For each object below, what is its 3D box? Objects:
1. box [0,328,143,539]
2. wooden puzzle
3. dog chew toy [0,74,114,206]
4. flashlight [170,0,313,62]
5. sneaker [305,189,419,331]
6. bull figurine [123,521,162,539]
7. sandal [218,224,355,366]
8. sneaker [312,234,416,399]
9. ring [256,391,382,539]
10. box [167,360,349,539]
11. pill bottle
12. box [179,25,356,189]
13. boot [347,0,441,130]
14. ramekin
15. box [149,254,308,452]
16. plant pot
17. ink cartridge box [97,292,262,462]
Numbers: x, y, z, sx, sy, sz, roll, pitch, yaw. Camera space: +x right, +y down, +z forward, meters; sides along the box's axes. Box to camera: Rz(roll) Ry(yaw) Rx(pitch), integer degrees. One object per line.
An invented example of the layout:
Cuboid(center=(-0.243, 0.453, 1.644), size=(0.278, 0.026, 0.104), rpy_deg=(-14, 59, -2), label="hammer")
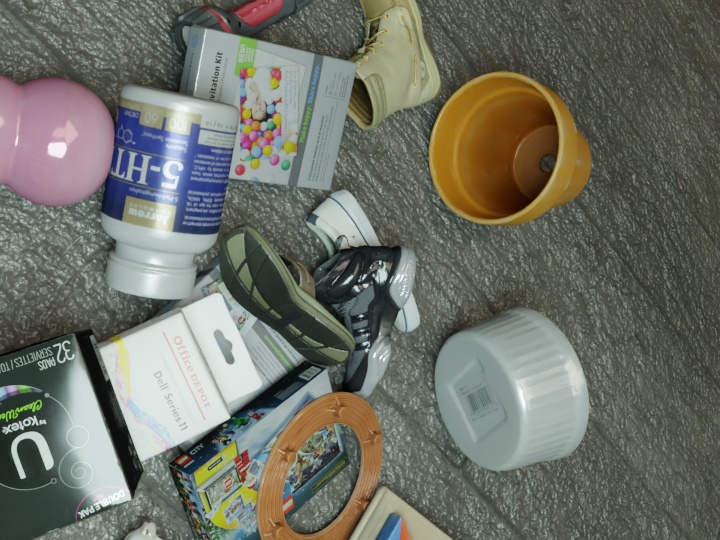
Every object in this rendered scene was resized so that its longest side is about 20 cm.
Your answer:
Cuboid(center=(-0.305, 0.150, 0.755), size=(0.200, 0.124, 0.149), rpy_deg=(-20, 91, -10), label="box")
Cuboid(center=(0.050, 0.383, 1.056), size=(0.200, 0.046, 0.185), rpy_deg=(43, 66, -23), label="wooden puzzle")
Cuboid(center=(-0.339, -0.130, 0.846), size=(0.200, 0.124, 0.125), rpy_deg=(8, 75, -28), label="dog chew toy")
Cuboid(center=(-0.134, -0.310, 1.071), size=(0.200, 0.068, 0.068), rpy_deg=(-44, 111, -34), label="flashlight")
Cuboid(center=(0.000, 0.000, 1.114), size=(0.071, 0.073, 0.200), rpy_deg=(-35, 101, -14), label="sneaker")
Cuboid(center=(-0.174, 0.341, 0.883), size=(0.121, 0.065, 0.201), rpy_deg=(-4, 90, 5), label="bull figurine")
Cuboid(center=(-0.080, 0.026, 0.991), size=(0.201, 0.080, 0.057), rpy_deg=(49, 38, -26), label="sandal")
Cuboid(center=(-0.013, 0.053, 1.062), size=(0.114, 0.076, 0.200), rpy_deg=(16, 106, -8), label="sneaker")
Cuboid(center=(-0.037, 0.235, 1.005), size=(0.200, 0.019, 0.201), rpy_deg=(-19, 116, -45), label="ring")
Cuboid(center=(-0.101, 0.208, 0.967), size=(0.200, 0.038, 0.137), rpy_deg=(-35, 126, -38), label="box")
Cuboid(center=(-0.197, -0.078, 0.909), size=(0.119, 0.120, 0.200), rpy_deg=(4, 102, -37), label="pill bottle")
Cuboid(center=(-0.110, -0.181, 1.030), size=(0.200, 0.041, 0.156), rpy_deg=(5, 105, -36), label="box")
Cuboid(center=(0.013, -0.295, 1.176), size=(0.155, 0.073, 0.200), rpy_deg=(-34, 106, -40), label="boot")
Cuboid(center=(0.181, 0.154, 1.131), size=(0.098, 0.200, 0.201), rpy_deg=(-13, 88, -30), label="ramekin")
Cuboid(center=(-0.152, 0.089, 0.985), size=(0.156, 0.041, 0.200), rpy_deg=(52, 54, -16), label="box")
Cuboid(center=(0.226, -0.156, 1.248), size=(0.183, 0.200, 0.201), rpy_deg=(4, 77, -53), label="plant pot")
Cuboid(center=(-0.203, 0.112, 0.870), size=(0.200, 0.067, 0.117), rpy_deg=(-26, 97, -9), label="ink cartridge box")
